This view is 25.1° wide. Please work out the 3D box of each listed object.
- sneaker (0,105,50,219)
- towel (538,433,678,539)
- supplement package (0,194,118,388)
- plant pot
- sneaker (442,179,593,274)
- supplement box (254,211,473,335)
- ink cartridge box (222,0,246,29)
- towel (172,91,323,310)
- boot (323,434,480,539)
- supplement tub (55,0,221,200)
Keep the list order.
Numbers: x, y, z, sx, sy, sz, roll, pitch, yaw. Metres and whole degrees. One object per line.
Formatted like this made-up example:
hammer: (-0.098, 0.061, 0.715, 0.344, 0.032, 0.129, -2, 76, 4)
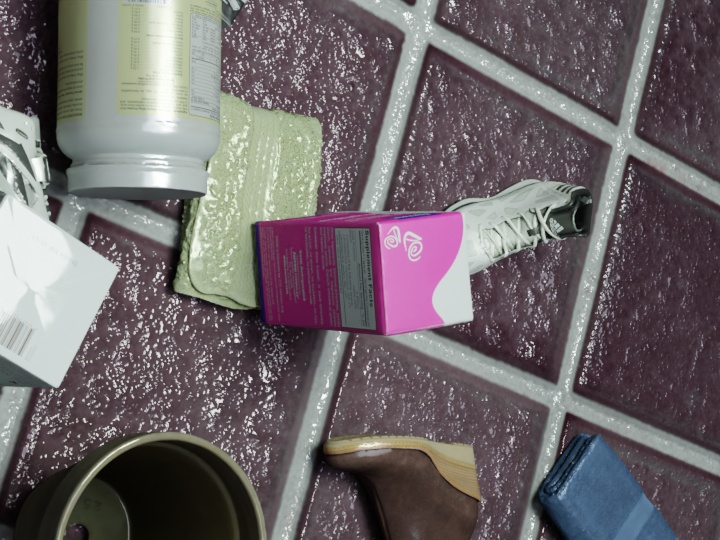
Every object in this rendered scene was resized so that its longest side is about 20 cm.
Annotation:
sneaker: (-0.293, -0.086, 1.383, 0.088, 0.074, 0.200, -43, 112, -27)
towel: (0.275, 0.282, 1.792, 0.112, 0.048, 0.200, -49, 115, -27)
supplement package: (-0.303, 0.021, 1.294, 0.114, 0.200, 0.110, 36, 68, -28)
plant pot: (-0.206, 0.235, 1.371, 0.199, 0.173, 0.201, 2, 86, -35)
sneaker: (0.162, -0.049, 1.683, 0.200, 0.115, 0.076, -28, 104, -33)
supplement box: (0.000, 0.000, 1.472, 0.101, 0.200, 0.104, -8, 97, -36)
ink cartridge box: (-0.178, -0.321, 1.493, 0.200, 0.044, 0.094, 41, 64, -27)
towel: (-0.102, -0.062, 1.542, 0.148, 0.036, 0.201, 12, 81, -36)
boot: (0.042, 0.250, 1.609, 0.199, 0.072, 0.167, 12, 79, -38)
supplement tub: (-0.193, -0.167, 1.414, 0.144, 0.145, 0.201, 2, 87, -35)
